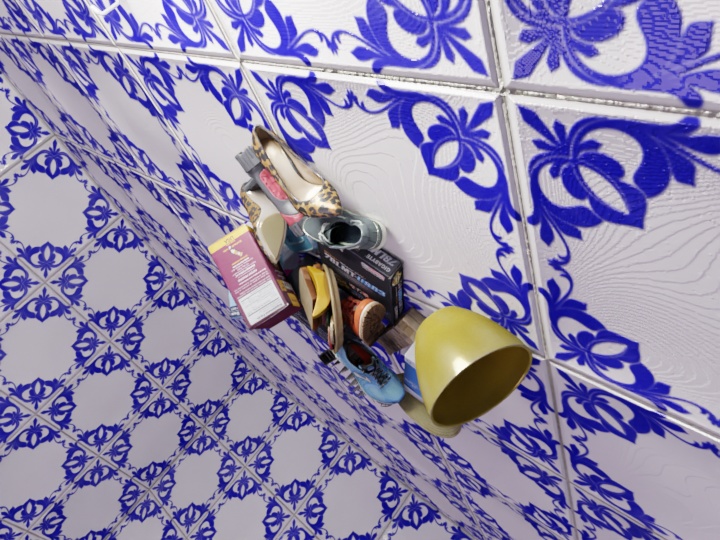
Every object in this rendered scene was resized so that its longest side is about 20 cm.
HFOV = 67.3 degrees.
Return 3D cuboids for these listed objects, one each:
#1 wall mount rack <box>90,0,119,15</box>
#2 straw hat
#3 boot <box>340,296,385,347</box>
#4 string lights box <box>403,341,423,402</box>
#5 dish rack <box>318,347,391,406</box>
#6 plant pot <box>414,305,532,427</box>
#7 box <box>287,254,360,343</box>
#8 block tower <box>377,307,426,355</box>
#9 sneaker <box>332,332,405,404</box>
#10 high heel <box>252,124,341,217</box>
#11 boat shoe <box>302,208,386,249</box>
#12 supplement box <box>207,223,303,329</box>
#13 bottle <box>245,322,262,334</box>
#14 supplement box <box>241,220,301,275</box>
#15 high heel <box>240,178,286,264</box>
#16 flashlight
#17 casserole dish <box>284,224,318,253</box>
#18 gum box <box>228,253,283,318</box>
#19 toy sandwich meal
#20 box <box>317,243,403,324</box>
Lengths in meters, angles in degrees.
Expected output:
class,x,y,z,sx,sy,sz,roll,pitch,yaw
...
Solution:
class,x,y,z,sx,sy,sz,roll,pitch,yaw
wall mount rack,-0.487,-0.543,0.913,0.174,0.075,0.199,47,158,-10
straw hat,0.178,0.285,1.267,0.200,0.201,0.086,38,116,11
boot,-0.006,0.093,1.137,0.107,0.075,0.201,40,164,14
string lights box,0.142,0.194,1.144,0.058,0.103,0.201,32,157,21
dish rack,-0.007,0.255,1.292,0.201,0.054,0.153,49,160,2
plant pot,0.171,0.146,0.928,0.143,0.197,0.201,57,172,40
box,-0.081,0.092,1.348,0.199,0.104,0.183,35,158,19
block tower,0.088,0.138,1.203,0.058,0.054,0.200,42,158,3
sneaker,0.019,0.220,1.179,0.199,0.079,0.090,42,167,-5
high heel,-0.114,-0.169,0.930,0.199,0.071,0.143,37,167,40
boat shoe,-0.045,-0.076,0.984,0.198,0.061,0.074,14,102,40
supplement box,-0.226,0.018,1.181,0.202,0.102,0.131,60,-177,9
bottle,-0.224,0.081,1.449,0.083,0.200,0.066,28,156,34
supplement box,-0.254,-0.031,1.429,0.198,0.104,0.102,28,154,30
high heel,-0.216,-0.105,1.183,0.142,0.070,0.204,-20,80,62
flashlight,-0.160,-0.163,1.072,0.201,0.067,0.068,55,165,-16
casserole dish,-0.142,-0.088,1.210,0.122,0.039,0.199,51,159,-17
gum box,-0.257,0.005,1.314,0.168,0.044,0.204,-12,82,38
toy sandwich meal,-0.085,0.077,1.136,0.205,0.069,0.210,173,90,-81
box,0.000,0.000,1.111,0.198,0.050,0.200,34,158,21
